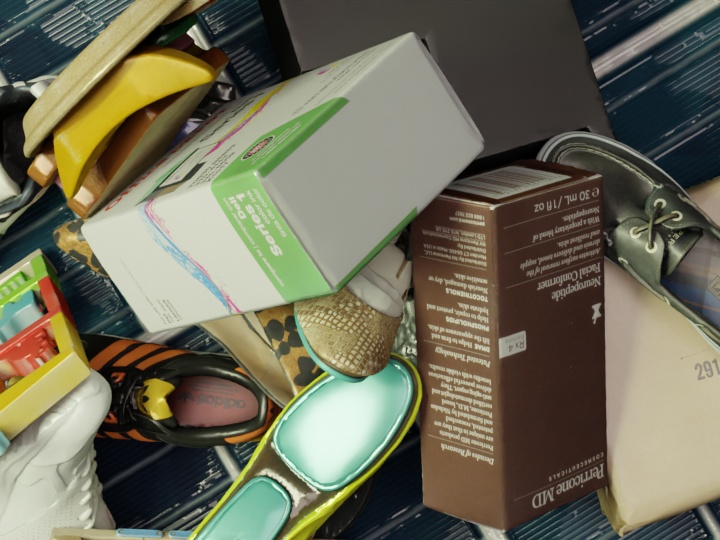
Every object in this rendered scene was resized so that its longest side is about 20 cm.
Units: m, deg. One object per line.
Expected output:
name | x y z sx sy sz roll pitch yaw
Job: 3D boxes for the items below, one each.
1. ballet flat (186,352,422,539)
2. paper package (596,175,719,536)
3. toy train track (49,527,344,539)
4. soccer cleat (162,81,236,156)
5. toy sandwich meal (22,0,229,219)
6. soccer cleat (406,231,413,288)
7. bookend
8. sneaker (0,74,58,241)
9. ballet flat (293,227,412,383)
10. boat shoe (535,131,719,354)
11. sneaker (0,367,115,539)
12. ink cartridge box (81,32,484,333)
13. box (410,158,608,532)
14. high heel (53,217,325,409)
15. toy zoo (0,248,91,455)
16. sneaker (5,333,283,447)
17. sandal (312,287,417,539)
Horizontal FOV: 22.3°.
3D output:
ballet flat | -0.036 0.127 1.111 0.067 0.067 0.200 43 94 16
paper package | 0.222 0.045 1.178 0.200 0.103 0.191 -21 88 0
toy train track | -0.097 0.186 1.159 0.200 0.033 0.115 5 126 -17
soccer cleat | -0.052 -0.067 1.213 0.200 0.065 0.084 16 117 -3
toy sandwich meal | -0.121 -0.113 1.078 0.205 0.205 0.070 -44 96 -2
soccer cleat | 0.081 0.061 1.192 0.077 0.069 0.200 -26 84 10
bookend | 0.035 -0.137 1.173 0.198 0.092 0.200 -17 85 -11
sneaker | -0.253 -0.051 1.168 0.199 0.130 0.080 -40 87 -2
ballet flat | 0.000 0.000 1.103 0.070 0.200 0.065 33 108 -14
boat shoe | 0.190 -0.015 1.103 0.200 0.057 0.069 41 87 3
sneaker | -0.191 0.133 1.161 0.099 0.078 0.200 27 132 -15
ink cartridge box | -0.049 -0.047 1.059 0.145 0.200 0.084 -44 108 -33
box | 0.090 0.043 1.090 0.100 0.075 0.200 -18 112 -40
high heel | -0.105 0.023 1.159 0.200 0.143 0.072 10 130 -4
toy zoo | -0.235 0.065 1.135 0.131 0.200 0.020 -35 118 -2
sneaker | -0.145 0.077 1.181 0.200 0.090 0.070 4 87 0
sandal | -0.009 0.095 1.176 0.075 0.048 0.201 39 108 23
